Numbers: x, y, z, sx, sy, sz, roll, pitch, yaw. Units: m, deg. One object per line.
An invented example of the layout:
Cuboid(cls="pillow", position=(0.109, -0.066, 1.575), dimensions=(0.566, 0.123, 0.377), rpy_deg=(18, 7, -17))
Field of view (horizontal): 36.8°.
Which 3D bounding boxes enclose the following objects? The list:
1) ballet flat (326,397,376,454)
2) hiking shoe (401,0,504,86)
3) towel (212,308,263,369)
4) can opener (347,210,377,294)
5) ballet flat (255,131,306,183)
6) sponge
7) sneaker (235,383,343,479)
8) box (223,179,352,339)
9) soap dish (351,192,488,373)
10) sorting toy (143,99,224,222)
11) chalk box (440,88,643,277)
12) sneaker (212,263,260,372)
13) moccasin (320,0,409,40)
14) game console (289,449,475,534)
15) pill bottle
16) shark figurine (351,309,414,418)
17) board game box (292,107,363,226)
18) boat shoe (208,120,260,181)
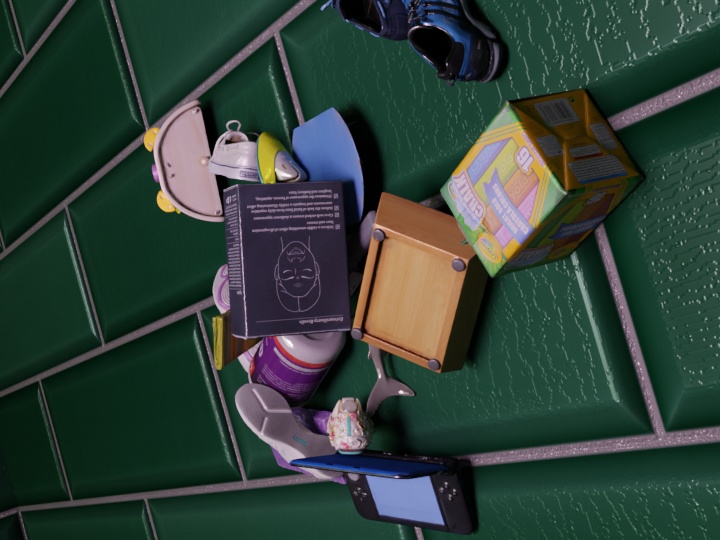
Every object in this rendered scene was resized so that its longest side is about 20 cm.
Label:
Cuboid(cls="ballet flat", position=(-0.013, 0.215, 1.544), dimensions=(0.200, 0.075, 0.065), rpy_deg=(180, 86, -85))
Cuboid(cls="hiking shoe", position=(0.085, -0.298, 1.259), dimensions=(0.201, 0.086, 0.075), rpy_deg=(54, 139, 28))
Cuboid(cls="towel", position=(-0.161, 0.073, 1.639), dimensions=(0.018, 0.200, 0.087), rpy_deg=(16, 117, 24))
Cuboid(cls="can opener", position=(0.000, 0.000, 1.502), dimensions=(0.200, 0.053, 0.068), rpy_deg=(-54, 43, 47))
Cuboid(cls="ballet flat", position=(-0.106, -0.110, 1.556), dimensions=(0.066, 0.066, 0.203), rpy_deg=(-15, 72, 34))
Cuboid(cls="sponge", position=(-0.088, 0.272, 1.726), dimensions=(0.199, 0.030, 0.113), rpy_deg=(0, 114, 54))
Cuboid(cls="sneaker", position=(-0.112, 0.250, 1.621), dimensions=(0.200, 0.071, 0.080), rpy_deg=(40, 150, -1))
Cuboid(cls="box", position=(-0.099, -0.015, 1.454), dimensions=(0.107, 0.146, 0.203), rpy_deg=(176, 91, -72))
Cuboid(cls="soap dish", position=(0.072, 0.022, 1.345), dimensions=(0.156, 0.081, 0.202), rpy_deg=(22, 122, 17))
Cuboid(cls="sorting toy", position=(-0.302, -0.172, 1.841), dimensions=(0.180, 0.105, 0.203), rpy_deg=(-171, 69, -80))
Cuboid(cls="chalk box", position=(0.181, -0.079, 1.171), dimensions=(0.125, 0.123, 0.200), rpy_deg=(60, 143, 21))
Cuboid(cls="sneaker", position=(-0.199, 0.087, 1.796), dimensions=(0.100, 0.074, 0.202), rpy_deg=(111, 142, -63))
Cuboid(cls="moccasin", position=(-0.002, -0.353, 1.376), dimensions=(0.200, 0.068, 0.081), rpy_deg=(38, 130, 43))
Cuboid(cls="game console", position=(0.030, 0.302, 1.446), dimensions=(0.198, 0.118, 0.173), rpy_deg=(0, 117, 37))
Cuboid(cls="pill bottle", position=(-0.104, 0.136, 1.648), dimensions=(0.113, 0.111, 0.201), rpy_deg=(58, 140, 24))
Cuboid(cls="shark figurine", position=(0.020, 0.082, 1.482), dimensions=(0.128, 0.089, 0.217), rpy_deg=(42, 131, 40))
Cuboid(cls="board game box", position=(-0.032, -0.139, 1.520), dimensions=(0.199, 0.039, 0.160), rpy_deg=(-14, 90, 62))
Cuboid(cls="boat shoe", position=(-0.191, -0.188, 1.676), dimensions=(0.202, 0.074, 0.087), rpy_deg=(-152, 69, -72))
